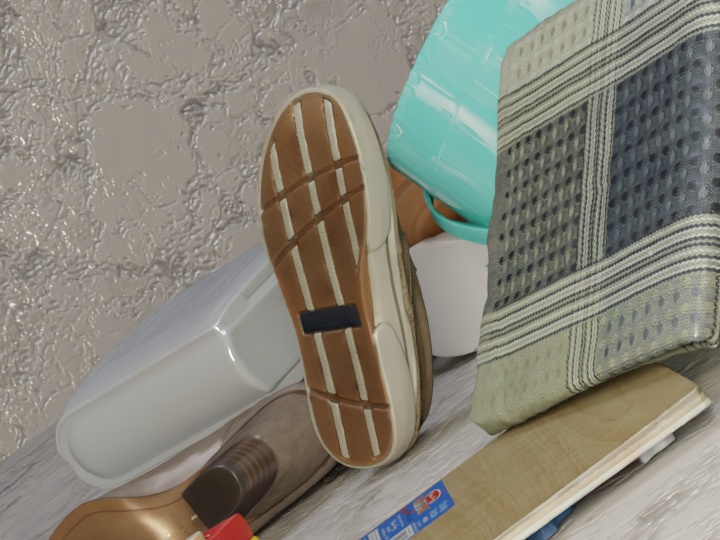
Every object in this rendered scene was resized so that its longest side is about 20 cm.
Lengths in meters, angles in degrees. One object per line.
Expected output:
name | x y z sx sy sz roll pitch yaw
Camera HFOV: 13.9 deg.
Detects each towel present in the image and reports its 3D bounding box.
towel | 0.109 -0.038 1.260 0.200 0.034 0.194 152 127 -61

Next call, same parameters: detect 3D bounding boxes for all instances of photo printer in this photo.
photo printer | -0.089 0.050 1.779 0.200 0.070 0.166 -30 12 43

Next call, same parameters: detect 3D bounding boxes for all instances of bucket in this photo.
bucket | 0.114 -0.094 1.510 0.208 0.134 0.207 -55 -12 -18

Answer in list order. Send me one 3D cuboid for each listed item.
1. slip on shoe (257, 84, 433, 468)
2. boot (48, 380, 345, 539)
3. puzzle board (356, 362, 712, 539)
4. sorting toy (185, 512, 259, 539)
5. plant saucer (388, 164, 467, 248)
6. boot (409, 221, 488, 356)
slip on shoe | 0.000 0.000 1.531 0.076 0.201 0.060 -6 12 34
boot | -0.080 0.125 1.645 0.199 0.071 0.146 -31 0 34
puzzle board | 0.067 0.088 1.215 0.150 0.017 0.200 -37 4 -1
sorting toy | -0.121 0.189 1.219 0.198 0.070 0.200 -32 6 34
plant saucer | 0.106 -0.052 1.719 0.199 0.033 0.201 -14 -23 -6
boot | 0.102 -0.009 1.691 0.090 0.073 0.200 -22 -2 -39
